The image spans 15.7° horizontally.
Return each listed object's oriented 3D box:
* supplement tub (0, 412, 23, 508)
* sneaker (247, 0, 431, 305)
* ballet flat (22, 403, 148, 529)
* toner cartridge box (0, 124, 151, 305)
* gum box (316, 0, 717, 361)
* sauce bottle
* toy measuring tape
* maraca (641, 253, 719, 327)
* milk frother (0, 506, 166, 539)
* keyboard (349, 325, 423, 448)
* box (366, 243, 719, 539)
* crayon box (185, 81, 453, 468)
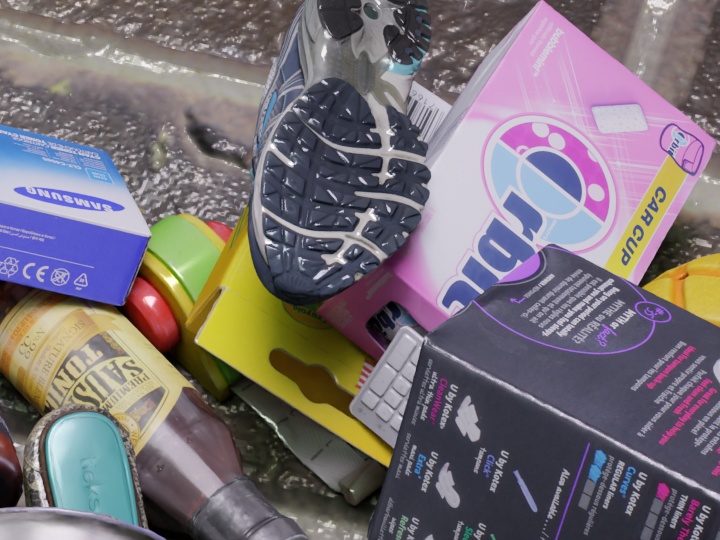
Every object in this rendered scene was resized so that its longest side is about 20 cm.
[{"bbox_3d":[-0.240,0.041,1.253,0.106,0.107,0.201,-21,59,-11],"label":"supplement tub"},{"bbox_3d":[-0.015,-0.052,1.195,0.077,0.086,0.201,25,46,-12],"label":"sneaker"},{"bbox_3d":[-0.116,0.162,1.185,0.067,0.075,0.201,-6,66,-21],"label":"ballet flat"},{"bbox_3d":[-0.207,-0.042,1.243,0.199,0.043,0.095,13,24,-27],"label":"toner cartridge box"},{"bbox_3d":[0.075,-0.018,1.237,0.113,0.066,0.200,38,54,-6],"label":"gum box"},{"bbox_3d":[-0.102,0.075,1.249,0.066,0.066,0.200,-38,62,-20],"label":"sauce bottle"},{"bbox_3d":[-0.061,0.031,1.273,0.073,0.074,0.200,-37,63,-20],"label":"toy measuring tape"},{"bbox_3d":[0.150,0.070,1.218,0.200,0.107,0.137,-40,42,-6],"label":"maraca"},{"bbox_3d":[-0.085,0.217,1.063,0.180,0.200,0.189,-13,56,27],"label":"milk frother"},{"bbox_3d":[0.083,0.106,1.166,0.200,0.056,0.011,39,39,9],"label":"keyboard"},{"bbox_3d":[0.122,0.092,1.057,0.199,0.107,0.122,27,32,20],"label":"box"},{"bbox_3d":[0.000,0.000,1.263,0.127,0.051,0.201,33,54,-9],"label":"crayon box"}]
